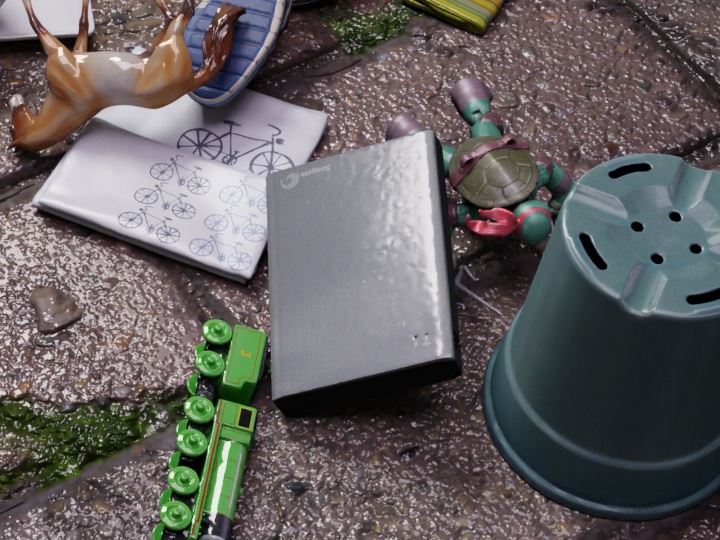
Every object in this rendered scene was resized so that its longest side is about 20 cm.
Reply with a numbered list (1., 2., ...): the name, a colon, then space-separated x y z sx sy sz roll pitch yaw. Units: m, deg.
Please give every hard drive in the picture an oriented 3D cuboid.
1. hard drive: 0.000 0.000 1.478 0.138 0.033 0.202 -14 55 16

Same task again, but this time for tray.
1. tray: -0.326 -0.223 1.680 0.198 0.022 0.108 -5 50 -11

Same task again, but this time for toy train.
1. toy train: -0.102 0.118 1.410 0.056 0.042 0.201 16 49 -8

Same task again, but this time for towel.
1. towel: 0.112 -0.287 1.794 0.086 0.018 0.200 28 51 9

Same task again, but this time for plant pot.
1. plant pot: 0.197 0.036 1.413 0.198 0.197 0.201 4 49 -4

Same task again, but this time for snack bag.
1. snack bag: -0.135 -0.090 1.592 0.187 0.022 0.201 19 50 10

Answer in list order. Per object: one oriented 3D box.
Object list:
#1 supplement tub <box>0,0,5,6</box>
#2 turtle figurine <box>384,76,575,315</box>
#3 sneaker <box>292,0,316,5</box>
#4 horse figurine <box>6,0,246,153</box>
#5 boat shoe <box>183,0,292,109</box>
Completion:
1. supplement tub: -0.382 -0.290 1.630 0.200 0.133 0.132 39 56 24
2. turtle figurine: 0.104 -0.062 1.554 0.149 0.101 0.201 -16 48 -20
3. sneaker: -0.011 -0.296 1.763 0.200 0.072 0.072 -44 94 -21
4. horse figurine: -0.187 -0.169 1.575 0.198 0.050 0.134 -6 83 0
5. boat shoe: -0.088 -0.210 1.650 0.072 0.073 0.201 18 67 12
